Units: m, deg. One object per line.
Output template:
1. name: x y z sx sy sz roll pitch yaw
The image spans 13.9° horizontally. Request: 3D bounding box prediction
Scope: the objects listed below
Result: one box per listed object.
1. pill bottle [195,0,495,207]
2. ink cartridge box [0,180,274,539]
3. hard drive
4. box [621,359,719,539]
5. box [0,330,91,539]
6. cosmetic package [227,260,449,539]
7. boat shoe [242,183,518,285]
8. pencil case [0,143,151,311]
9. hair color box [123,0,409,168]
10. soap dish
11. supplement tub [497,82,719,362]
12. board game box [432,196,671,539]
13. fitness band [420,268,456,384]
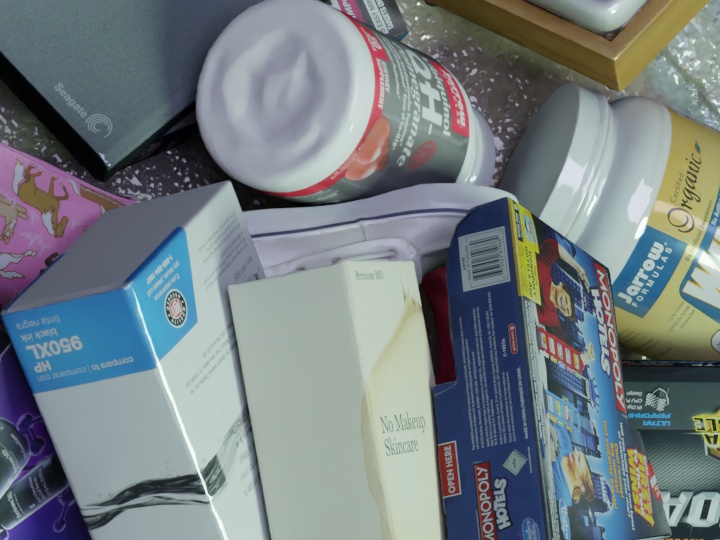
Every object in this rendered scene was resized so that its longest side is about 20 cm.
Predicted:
1. pill bottle: -0.001 -0.083 1.712 0.200 0.110 0.111 19 67 -60
2. ink cartridge box: -0.093 0.076 1.560 0.201 0.084 0.145 70 26 -16
3. hard drive: -0.123 -0.160 1.706 0.140 0.033 0.200 46 66 7
4. box: 0.173 0.133 1.744 0.199 0.046 0.160 1 93 11
5. box: -0.195 0.128 1.591 0.141 0.079 0.200 -50 135 -8
6. cosmetic package: -0.003 0.099 1.558 0.073 0.103 0.201 -11 87 22
7. boat shoe: 0.000 0.000 1.660 0.199 0.071 0.070 -6 67 -17
8. pencil case: -0.200 -0.029 1.623 0.199 0.083 0.087 25 54 -27
9. hair color box: -0.082 -0.143 1.768 0.199 0.061 0.100 -25 86 -21
10. soap dish: 0.128 -0.202 1.795 0.200 0.081 0.157 29 64 33
11. supplement tub: 0.190 -0.018 1.789 0.199 0.145 0.145 23 73 -13
12. board game box: 0.107 0.085 1.651 0.061 0.200 0.201 -14 68 22
13. fitness band: 0.006 0.068 1.728 0.200 0.037 0.144 -47 120 -38
